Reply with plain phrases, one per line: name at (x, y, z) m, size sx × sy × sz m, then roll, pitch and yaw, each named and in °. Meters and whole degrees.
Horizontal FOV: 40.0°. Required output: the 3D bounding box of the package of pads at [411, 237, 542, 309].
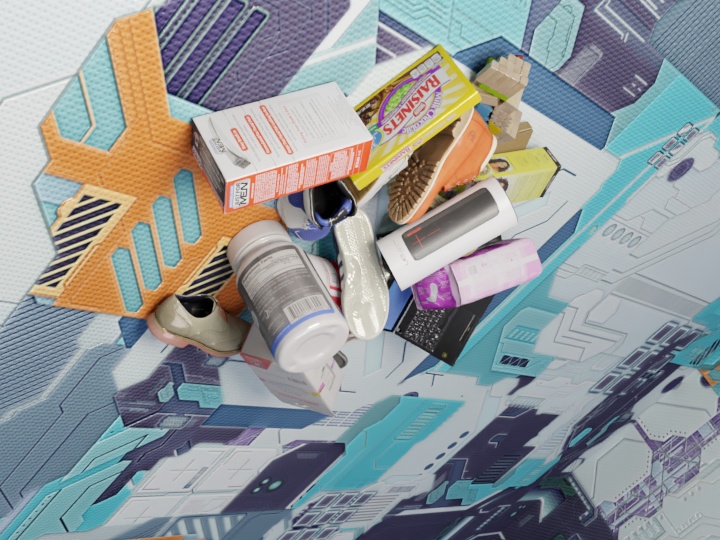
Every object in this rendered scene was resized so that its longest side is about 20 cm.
package of pads at (0.189, 0.004, 1.617) m, size 0.198 × 0.077 × 0.120 m, roll -18°, pitch -176°, yaw -35°

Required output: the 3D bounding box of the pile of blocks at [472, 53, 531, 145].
pile of blocks at (0.198, -0.258, 1.420) m, size 0.201 × 0.081 × 0.063 m, roll 84°, pitch 24°, yaw -67°

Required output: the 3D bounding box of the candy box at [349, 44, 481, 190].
candy box at (0.052, -0.202, 1.299) m, size 0.199 × 0.103 × 0.026 m, roll -36°, pitch 151°, yaw 5°

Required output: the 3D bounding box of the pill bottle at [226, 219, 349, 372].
pill bottle at (-0.107, 0.033, 1.391) m, size 0.112 × 0.201 × 0.115 m, roll -23°, pitch 149°, yaw -15°

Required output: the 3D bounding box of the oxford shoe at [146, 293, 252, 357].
oxford shoe at (-0.222, 0.079, 1.481) m, size 0.074 × 0.071 × 0.199 m, roll -49°, pitch 147°, yaw 22°

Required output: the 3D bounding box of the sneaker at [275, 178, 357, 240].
sneaker at (-0.060, -0.088, 1.345) m, size 0.079 × 0.116 × 0.201 m, roll -22°, pitch 149°, yaw -15°

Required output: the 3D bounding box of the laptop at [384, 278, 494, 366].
laptop at (0.129, 0.055, 1.693) m, size 0.179 × 0.198 × 0.103 m, roll -59°, pitch -170°, yaw 6°

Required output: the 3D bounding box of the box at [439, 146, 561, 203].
box at (0.221, -0.143, 1.557) m, size 0.197 × 0.050 × 0.076 m, roll -13°, pitch 146°, yaw -32°

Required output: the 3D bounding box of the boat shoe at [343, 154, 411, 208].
boat shoe at (0.038, -0.158, 1.381) m, size 0.069 × 0.071 × 0.201 m, roll 7°, pitch 130°, yaw -49°

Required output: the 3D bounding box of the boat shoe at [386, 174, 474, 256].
boat shoe at (0.105, -0.078, 1.488) m, size 0.073 × 0.063 × 0.199 m, roll -29°, pitch 123°, yaw 35°

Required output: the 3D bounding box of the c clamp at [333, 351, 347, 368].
c clamp at (-0.112, 0.136, 1.652) m, size 0.168 × 0.027 × 0.200 m, roll -2°, pitch 149°, yaw 27°

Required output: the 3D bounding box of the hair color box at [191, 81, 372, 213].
hair color box at (-0.097, -0.154, 1.217) m, size 0.197 × 0.112 × 0.064 m, roll -18°, pitch 148°, yaw -24°

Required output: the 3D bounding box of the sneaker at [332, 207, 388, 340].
sneaker at (0.000, 0.000, 1.482) m, size 0.073 × 0.204 × 0.085 m, roll -6°, pitch -169°, yaw -3°

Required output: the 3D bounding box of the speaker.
speaker at (0.122, -0.053, 1.419) m, size 0.198 × 0.082 × 0.081 m, roll -29°, pitch 151°, yaw 1°

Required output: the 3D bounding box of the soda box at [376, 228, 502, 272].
soda box at (0.129, -0.052, 1.596) m, size 0.197 × 0.064 × 0.070 m, roll -17°, pitch -172°, yaw -26°

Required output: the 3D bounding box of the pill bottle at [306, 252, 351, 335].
pill bottle at (-0.050, 0.043, 1.551) m, size 0.112 × 0.113 × 0.199 m, roll -43°, pitch 149°, yaw 19°

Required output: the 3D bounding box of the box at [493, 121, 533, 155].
box at (0.168, -0.152, 1.567) m, size 0.197 × 0.021 × 0.165 m, roll -17°, pitch 147°, yaw -27°

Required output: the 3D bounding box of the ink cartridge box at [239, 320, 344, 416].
ink cartridge box at (-0.100, 0.159, 1.575) m, size 0.201 × 0.115 × 0.068 m, roll 64°, pitch 44°, yaw -57°

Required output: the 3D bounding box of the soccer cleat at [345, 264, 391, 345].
soccer cleat at (0.006, 0.070, 1.680) m, size 0.200 × 0.078 × 0.069 m, roll -42°, pitch 149°, yaw 16°

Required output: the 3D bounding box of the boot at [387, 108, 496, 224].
boot at (0.122, -0.137, 1.410) m, size 0.107 × 0.075 × 0.202 m, roll 38°, pitch 84°, yaw -38°
